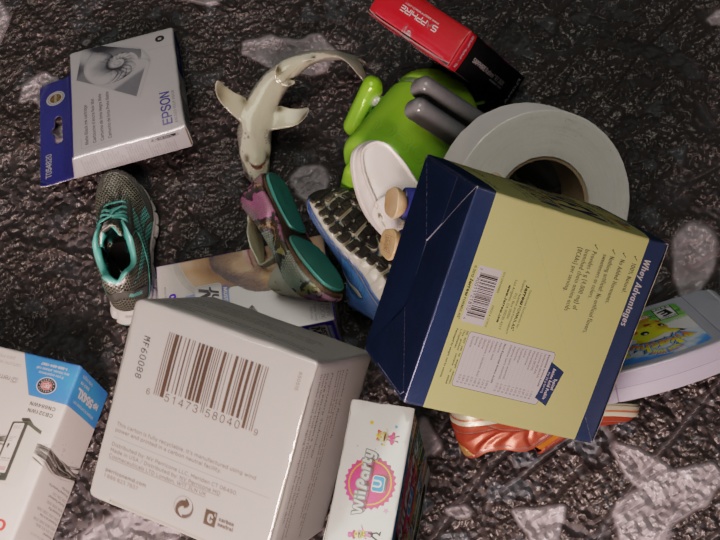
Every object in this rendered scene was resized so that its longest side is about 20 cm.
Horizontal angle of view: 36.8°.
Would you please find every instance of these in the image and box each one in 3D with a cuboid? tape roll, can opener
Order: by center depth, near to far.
[{"bbox_3d":[0.180,-0.072,1.147,0.200,0.205,0.071,-26,18,-5],"label":"tape roll"},{"bbox_3d":[0.137,-0.150,1.186,0.198,0.066,0.053,27,67,-25],"label":"can opener"}]

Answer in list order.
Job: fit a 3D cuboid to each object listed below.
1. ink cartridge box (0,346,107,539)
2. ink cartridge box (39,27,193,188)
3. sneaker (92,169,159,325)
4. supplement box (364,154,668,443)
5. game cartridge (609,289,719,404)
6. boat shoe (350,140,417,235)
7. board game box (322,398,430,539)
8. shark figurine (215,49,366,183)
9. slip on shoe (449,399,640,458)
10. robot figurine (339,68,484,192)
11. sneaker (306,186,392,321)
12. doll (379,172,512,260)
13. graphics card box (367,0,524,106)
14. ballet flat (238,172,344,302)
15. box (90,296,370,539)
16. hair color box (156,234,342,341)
[{"bbox_3d":[-0.381,0.195,1.162,0.143,0.085,0.203,10,65,14],"label":"ink cartridge box"},{"bbox_3d":[-0.316,-0.208,1.359,0.196,0.041,0.202,-16,51,1],"label":"ink cartridge box"},{"bbox_3d":[-0.277,-0.043,1.261,0.076,0.092,0.203,-16,62,-1],"label":"sneaker"},{"bbox_3d":[0.138,0.026,1.001,0.197,0.134,0.203,14,103,-20],"label":"supplement box"},{"bbox_3d":[0.296,0.079,1.098,0.197,0.041,0.134,-17,22,0],"label":"game cartridge"},{"bbox_3d":[0.054,-0.052,1.122,0.070,0.069,0.202,-26,83,-16],"label":"boat shoe"},{"bbox_3d":[0.017,0.228,1.017,0.063,0.201,0.150,7,65,12],"label":"board game box"},{"bbox_3d":[-0.096,-0.220,1.335,0.128,0.089,0.215,45,84,-9],"label":"shark figurine"},{"bbox_3d":[0.189,0.153,1.111,0.196,0.062,0.074,-7,17,-6],"label":"slip on shoe"},{"bbox_3d":[0.059,-0.148,1.242,0.174,0.116,0.201,35,66,11],"label":"robot figurine"},{"bbox_3d":[0.000,0.000,1.184,0.078,0.089,0.201,-28,78,-41],"label":"sneaker"},{"bbox_3d":[0.119,-0.030,1.079,0.196,0.048,0.139,5,90,-18],"label":"doll"},{"bbox_3d":[0.103,-0.258,1.250,0.125,0.199,0.051,39,100,25],"label":"graphics card box"},{"bbox_3d":[-0.081,-0.021,1.169,0.071,0.069,0.201,-45,51,18],"label":"ballet flat"},{"bbox_3d":[-0.123,0.147,1.062,0.196,0.171,0.204,17,95,17],"label":"box"},{"bbox_3d":[-0.126,0.037,1.214,0.196,0.065,0.111,-10,61,2],"label":"hair color box"}]
